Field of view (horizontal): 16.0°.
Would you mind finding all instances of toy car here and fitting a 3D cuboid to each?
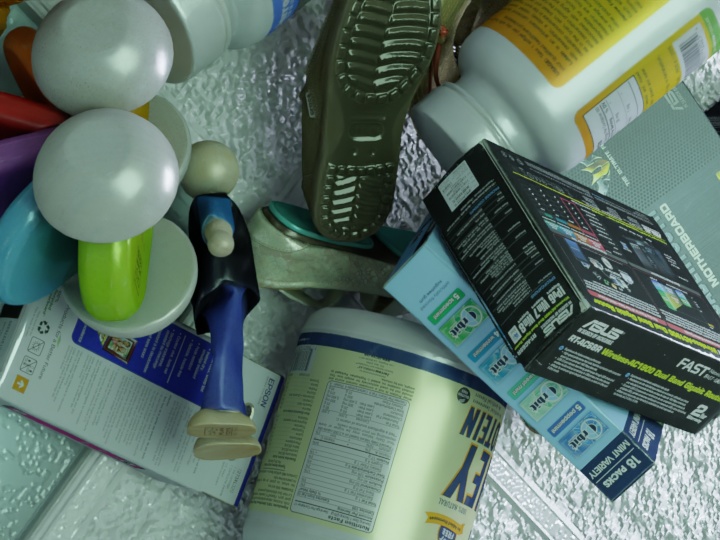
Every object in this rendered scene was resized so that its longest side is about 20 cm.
[{"bbox_3d":[-0.178,-0.060,1.519,0.150,0.175,0.200,-5,62,0],"label":"toy car"}]

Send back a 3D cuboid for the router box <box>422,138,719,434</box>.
[{"bbox_3d":[0.147,0.013,1.628,0.062,0.150,0.200,-46,141,20],"label":"router box"}]

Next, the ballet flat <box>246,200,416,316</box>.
[{"bbox_3d":[0.000,0.000,1.726,0.200,0.067,0.062,14,113,-34],"label":"ballet flat"}]

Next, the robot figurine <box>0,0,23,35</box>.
[{"bbox_3d":[-0.210,-0.175,1.457,0.145,0.200,0.058,-23,89,-34],"label":"robot figurine"}]

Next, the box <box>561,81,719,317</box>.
[{"bbox_3d":[0.195,-0.028,1.781,0.158,0.051,0.200,-35,97,-8],"label":"box"}]

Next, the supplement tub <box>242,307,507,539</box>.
[{"bbox_3d":[0.007,0.138,1.673,0.145,0.145,0.200,23,78,-36],"label":"supplement tub"}]

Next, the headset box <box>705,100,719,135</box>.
[{"bbox_3d":[0.294,-0.025,1.919,0.200,0.093,0.174,-39,114,-30],"label":"headset box"}]

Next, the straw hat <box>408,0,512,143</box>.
[{"bbox_3d":[0.089,-0.182,1.752,0.201,0.085,0.201,-24,136,-26],"label":"straw hat"}]

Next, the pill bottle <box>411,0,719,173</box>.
[{"bbox_3d":[0.135,-0.134,1.676,0.200,0.111,0.111,-39,115,-9],"label":"pill bottle"}]

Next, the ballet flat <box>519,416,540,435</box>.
[{"bbox_3d":[0.158,0.021,1.838,0.064,0.076,0.200,12,90,-71],"label":"ballet flat"}]

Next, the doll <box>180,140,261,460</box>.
[{"bbox_3d":[-0.087,0.010,1.596,0.048,0.136,0.200,-4,67,0],"label":"doll"}]

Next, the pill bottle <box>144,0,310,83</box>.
[{"bbox_3d":[-0.070,-0.211,1.618,0.200,0.114,0.114,-42,116,-28],"label":"pill bottle"}]

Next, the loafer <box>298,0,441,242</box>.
[{"bbox_3d":[-0.004,-0.120,1.649,0.076,0.067,0.200,6,107,-30],"label":"loafer"}]

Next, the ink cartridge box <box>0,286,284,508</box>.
[{"bbox_3d":[-0.144,0.071,1.624,0.200,0.037,0.095,29,74,-32],"label":"ink cartridge box"}]

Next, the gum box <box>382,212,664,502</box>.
[{"bbox_3d":[0.115,0.039,1.669,0.200,0.045,0.170,42,21,-4],"label":"gum box"}]
